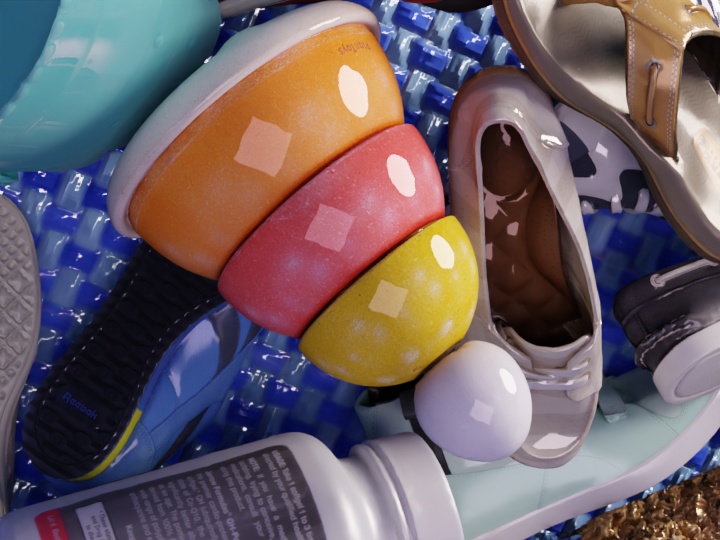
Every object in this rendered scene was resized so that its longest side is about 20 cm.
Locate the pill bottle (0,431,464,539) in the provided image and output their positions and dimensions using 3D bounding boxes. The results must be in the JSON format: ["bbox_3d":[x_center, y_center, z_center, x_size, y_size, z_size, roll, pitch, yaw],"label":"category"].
[{"bbox_3d":[-0.057,0.138,0.736,0.199,0.111,0.112,-14,109,-16],"label":"pill bottle"}]

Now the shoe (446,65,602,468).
[{"bbox_3d":[0.073,0.009,0.734,0.069,0.053,0.201,-11,113,1],"label":"shoe"}]

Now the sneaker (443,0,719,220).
[{"bbox_3d":[0.132,-0.039,0.795,0.130,0.079,0.199,44,83,-12],"label":"sneaker"}]

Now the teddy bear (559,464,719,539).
[{"bbox_3d":[0.150,0.151,0.825,0.199,0.145,0.067,-22,78,-5],"label":"teddy bear"}]

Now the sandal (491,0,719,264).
[{"bbox_3d":[0.137,-0.084,0.711,0.200,0.054,0.080,48,64,-19],"label":"sandal"}]

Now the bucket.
[{"bbox_3d":[-0.164,-0.133,0.631,0.206,0.135,0.209,3,99,16],"label":"bucket"}]

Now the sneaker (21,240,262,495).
[{"bbox_3d":[-0.082,0.030,0.786,0.200,0.066,0.078,-52,152,-7],"label":"sneaker"}]

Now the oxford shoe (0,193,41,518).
[{"bbox_3d":[-0.194,0.061,0.766,0.075,0.058,0.202,3,91,-16],"label":"oxford shoe"}]

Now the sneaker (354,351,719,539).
[{"bbox_3d":[0.095,0.062,0.822,0.199,0.074,0.119,-27,107,-5],"label":"sneaker"}]

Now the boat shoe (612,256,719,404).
[{"bbox_3d":[0.217,0.008,0.829,0.199,0.061,0.074,-20,152,-25],"label":"boat shoe"}]

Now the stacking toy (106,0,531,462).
[{"bbox_3d":[0.000,0.000,0.683,0.146,0.146,0.200,-38,80,1],"label":"stacking toy"}]

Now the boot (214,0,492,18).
[{"bbox_3d":[-0.024,-0.144,0.735,0.199,0.144,0.073,1,92,25],"label":"boot"}]
